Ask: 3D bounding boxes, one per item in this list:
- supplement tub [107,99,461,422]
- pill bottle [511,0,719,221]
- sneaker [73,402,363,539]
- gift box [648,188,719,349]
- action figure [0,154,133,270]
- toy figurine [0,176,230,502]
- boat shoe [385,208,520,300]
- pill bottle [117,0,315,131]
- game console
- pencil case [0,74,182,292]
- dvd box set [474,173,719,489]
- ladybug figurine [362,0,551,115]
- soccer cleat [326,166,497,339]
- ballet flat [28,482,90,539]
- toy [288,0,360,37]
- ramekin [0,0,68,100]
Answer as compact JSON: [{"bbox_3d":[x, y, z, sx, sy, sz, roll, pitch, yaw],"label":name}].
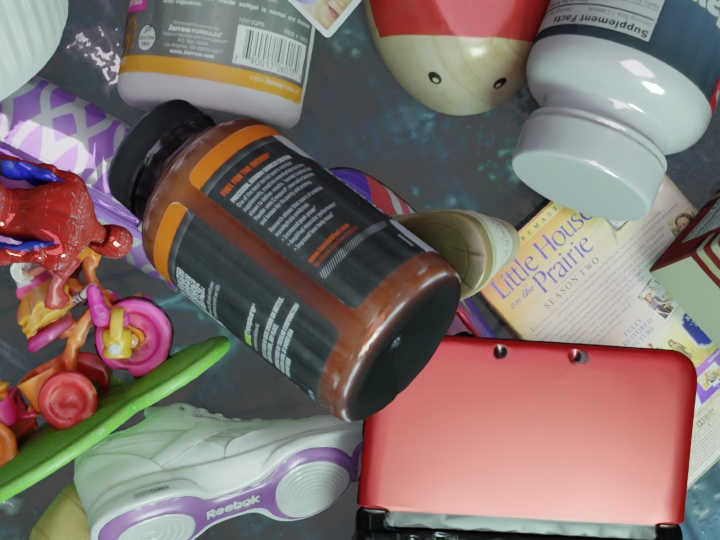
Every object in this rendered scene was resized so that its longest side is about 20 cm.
[{"bbox_3d":[-0.048,-0.014,0.955,0.200,0.107,0.107,38,85,20],"label":"supplement tub"},{"bbox_3d":[0.169,-0.139,1.053,0.119,0.120,0.201,24,77,-5],"label":"pill bottle"},{"bbox_3d":[-0.082,0.110,1.061,0.199,0.100,0.075,-10,135,-25],"label":"sneaker"},{"bbox_3d":[0.316,0.003,1.029,0.187,0.200,0.185,47,73,-6],"label":"gift box"},{"bbox_3d":[-0.219,-0.040,0.935,0.199,0.052,0.066,16,62,-20],"label":"action figure"},{"bbox_3d":[-0.206,0.017,0.998,0.199,0.150,0.185,-29,98,6],"label":"toy figurine"},{"bbox_3d":[0.000,0.000,1.030,0.199,0.065,0.073,-11,92,31],"label":"boat shoe"},{"bbox_3d":[-0.078,-0.192,1.048,0.116,0.116,0.202,9,88,-6],"label":"pill bottle"},{"bbox_3d":[0.092,0.129,1.058,0.198,0.173,0.119,4,65,-6],"label":"game console"},{"bbox_3d":[-0.171,-0.057,1.050,0.199,0.086,0.084,27,120,-3],"label":"pencil case"},{"bbox_3d":[0.183,0.031,1.114,0.146,0.029,0.200,-43,94,-6],"label":"dvd box set"},{"bbox_3d":[0.068,-0.201,1.085,0.135,0.072,0.202,-1,89,-6],"label":"ladybug figurine"},{"bbox_3d":[0.037,0.018,1.077,0.068,0.073,0.201,-35,93,-6],"label":"soccer cleat"},{"bbox_3d":[-0.107,0.190,1.065,0.199,0.069,0.063,25,73,-6],"label":"ballet flat"},{"bbox_3d":[0.002,-0.246,0.996,0.115,0.047,0.200,42,69,-10],"label":"toy"},{"bbox_3d":[-0.264,-0.158,0.989,0.199,0.200,0.106,-23,124,-6],"label":"ramekin"}]
